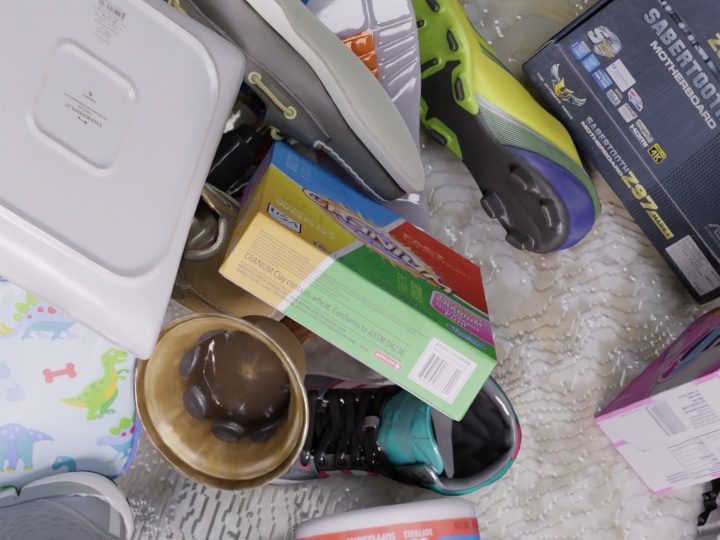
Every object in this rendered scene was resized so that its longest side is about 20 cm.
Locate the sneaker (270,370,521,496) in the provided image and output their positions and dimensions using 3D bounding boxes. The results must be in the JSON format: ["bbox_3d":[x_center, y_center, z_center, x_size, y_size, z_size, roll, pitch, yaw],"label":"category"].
[{"bbox_3d":[0.010,0.094,1.273,0.198,0.121,0.084,5,76,-16],"label":"sneaker"}]

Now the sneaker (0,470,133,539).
[{"bbox_3d":[-0.218,0.176,1.159,0.198,0.116,0.075,-18,119,-1],"label":"sneaker"}]

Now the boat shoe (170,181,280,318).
[{"bbox_3d":[-0.101,-0.022,1.245,0.072,0.076,0.200,-52,130,-5],"label":"boat shoe"}]

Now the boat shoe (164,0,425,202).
[{"bbox_3d":[-0.039,-0.115,1.278,0.060,0.072,0.202,-34,109,20],"label":"boat shoe"}]

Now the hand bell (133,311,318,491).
[{"bbox_3d":[-0.045,0.039,1.253,0.104,0.104,0.200,48,28,-2],"label":"hand bell"}]

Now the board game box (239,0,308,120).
[{"bbox_3d":[-0.063,-0.190,1.343,0.157,0.039,0.201,17,96,-33],"label":"board game box"}]

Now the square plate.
[{"bbox_3d":[-0.154,-0.085,1.134,0.199,0.028,0.199,33,61,-31],"label":"square plate"}]

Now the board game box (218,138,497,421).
[{"bbox_3d":[0.000,0.000,1.212,0.152,0.200,0.040,32,103,-8],"label":"board game box"}]

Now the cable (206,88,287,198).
[{"bbox_3d":[-0.116,-0.036,1.313,0.200,0.050,0.097,-42,129,-6],"label":"cable"}]

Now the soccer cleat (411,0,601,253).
[{"bbox_3d":[0.086,-0.101,1.385,0.083,0.065,0.201,-23,80,-51],"label":"soccer cleat"}]

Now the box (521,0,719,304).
[{"bbox_3d":[0.224,-0.102,1.415,0.157,0.051,0.201,-37,91,-30],"label":"box"}]

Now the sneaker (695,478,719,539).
[{"bbox_3d":[0.257,0.181,1.363,0.090,0.066,0.201,30,74,-12],"label":"sneaker"}]

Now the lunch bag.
[{"bbox_3d":[-0.217,0.044,1.195,0.198,0.162,0.083,-2,34,-15],"label":"lunch bag"}]

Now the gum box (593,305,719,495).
[{"bbox_3d":[0.236,0.066,1.307,0.113,0.200,0.066,-41,91,-20],"label":"gum box"}]

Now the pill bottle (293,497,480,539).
[{"bbox_3d":[0.027,0.239,1.248,0.111,0.112,0.202,-6,80,-18],"label":"pill bottle"}]

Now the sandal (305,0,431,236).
[{"bbox_3d":[0.000,-0.086,1.351,0.078,0.059,0.209,-7,100,-5],"label":"sandal"}]
